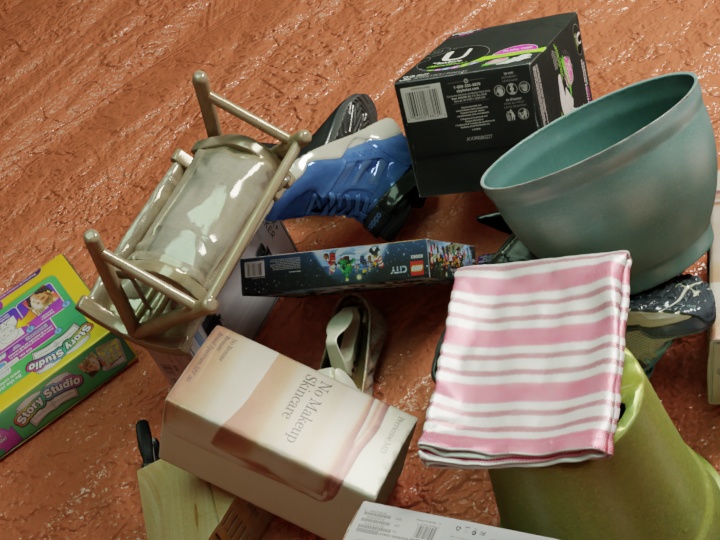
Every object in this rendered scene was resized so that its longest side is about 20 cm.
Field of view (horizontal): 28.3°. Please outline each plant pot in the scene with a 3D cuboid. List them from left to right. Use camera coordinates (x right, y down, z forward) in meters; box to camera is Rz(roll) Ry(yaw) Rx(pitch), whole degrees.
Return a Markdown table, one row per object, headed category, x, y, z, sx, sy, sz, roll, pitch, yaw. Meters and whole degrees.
| category | x | y | z | sx | sy | sz | roll | pitch | yaw |
| --- | --- | --- | --- | --- | --- | --- | --- | --- | --- |
| plant pot | 0.176 | 0.153 | 1.108 | 0.199 | 0.185 | 0.201 | -15 | 41 | 14 |
| plant pot | 0.218 | -0.060 | 1.207 | 0.199 | 0.135 | 0.200 | -27 | 13 | 6 |

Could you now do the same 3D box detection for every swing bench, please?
| category | x | y | z | sx | sy | sz | roll | pitch | yaw |
| --- | --- | --- | --- | --- | --- | --- | --- | --- | --- |
| swing bench | -0.158 | -0.041 | 1.330 | 0.129 | 0.200 | 0.200 | 29 | 67 | -1 |

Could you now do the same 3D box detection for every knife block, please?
| category | x | y | z | sx | sy | sz | roll | pitch | yaw |
| --- | --- | --- | --- | --- | --- | --- | --- | --- | --- |
| knife block | -0.172 | 0.217 | 1.325 | 0.174 | 0.064 | 0.201 | 9 | 53 | 35 |

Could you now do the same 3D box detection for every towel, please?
| category | x | y | z | sx | sy | sz | roll | pitch | yaw |
| --- | --- | --- | --- | --- | --- | --- | --- | --- | --- |
| towel | 0.125 | 0.061 | 1.067 | 0.145 | 0.030 | 0.201 | -6 | 45 | 23 |

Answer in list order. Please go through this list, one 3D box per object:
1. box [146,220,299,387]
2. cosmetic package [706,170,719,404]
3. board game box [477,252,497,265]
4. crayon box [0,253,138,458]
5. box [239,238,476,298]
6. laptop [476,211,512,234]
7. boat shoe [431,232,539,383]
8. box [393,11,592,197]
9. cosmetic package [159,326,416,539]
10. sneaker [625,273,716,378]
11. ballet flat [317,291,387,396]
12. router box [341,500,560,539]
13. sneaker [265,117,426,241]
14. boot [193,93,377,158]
| category | x | y | z | sx | sy | sz | roll | pitch | yaw |
| --- | --- | --- | --- | --- | --- | --- | --- | --- | --- |
| box | -0.145 | 0.018 | 1.475 | 0.060 | 0.117 | 0.201 | 4 | 49 | 32 |
| cosmetic package | 0.347 | 0.012 | 1.223 | 0.102 | 0.088 | 0.201 | -1 | 46 | 12 |
| board game box | 0.205 | 0.019 | 1.353 | 0.198 | 0.032 | 0.121 | -11 | 48 | 18 |
| crayon box | -0.366 | 0.095 | 1.560 | 0.199 | 0.058 | 0.173 | -36 | 43 | -10 |
| box | 0.000 | 0.000 | 1.407 | 0.198 | 0.136 | 0.038 | -6 | 85 | 24 |
| laptop | 0.216 | -0.101 | 1.408 | 0.176 | 0.200 | 0.104 | -11 | 82 | 19 |
| boat shoe | 0.131 | 0.029 | 1.295 | 0.072 | 0.066 | 0.202 | 36 | 97 | 17 |
| box | 0.143 | -0.171 | 1.457 | 0.147 | 0.125 | 0.200 | -5 | 21 | 25 |
| cosmetic package | -0.064 | 0.145 | 1.242 | 0.198 | 0.088 | 0.104 | 23 | 47 | 8 |
| sneaker | 0.234 | 0.060 | 1.215 | 0.077 | 0.087 | 0.199 | -26 | 5 | -31 |
| ballet flat | -0.021 | 0.101 | 1.359 | 0.067 | 0.068 | 0.201 | -8 | 44 | 19 |
| router box | 0.104 | 0.255 | 1.046 | 0.198 | 0.180 | 0.049 | 5 | 49 | 33 |
| sneaker | -0.008 | -0.075 | 1.486 | 0.199 | 0.077 | 0.112 | -29 | 77 | -36 |
| boot | -0.095 | -0.137 | 1.654 | 0.198 | 0.066 | 0.166 | -1 | 46 | 34 |
